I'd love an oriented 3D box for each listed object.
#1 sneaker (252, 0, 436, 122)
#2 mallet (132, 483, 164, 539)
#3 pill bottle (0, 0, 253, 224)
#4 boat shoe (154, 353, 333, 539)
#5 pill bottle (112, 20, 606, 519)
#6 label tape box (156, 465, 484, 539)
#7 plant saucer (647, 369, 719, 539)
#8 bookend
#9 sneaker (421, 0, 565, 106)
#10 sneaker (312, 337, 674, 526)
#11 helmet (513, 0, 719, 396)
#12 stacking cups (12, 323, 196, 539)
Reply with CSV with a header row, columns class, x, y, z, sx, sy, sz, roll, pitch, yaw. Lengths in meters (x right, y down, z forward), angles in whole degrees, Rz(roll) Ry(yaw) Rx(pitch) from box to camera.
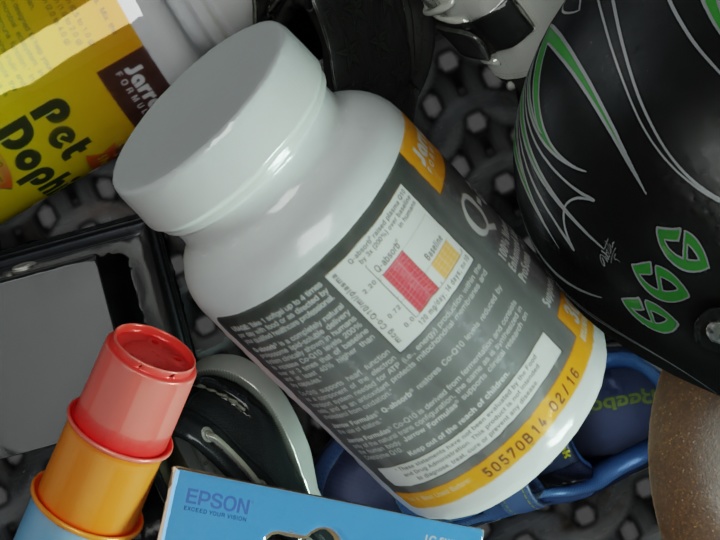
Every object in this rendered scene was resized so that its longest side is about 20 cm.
class,x,y,z,sx,sy,sz,roll,pitch,yaw
sneaker,-0.014,-0.066,1.096,0.060,0.104,0.201,9,103,33
mallet,-0.097,0.196,1.161,0.065,0.041,0.201,-1,96,1
pill bottle,-0.140,-0.095,1.115,0.199,0.109,0.110,-30,90,4
boat shoe,-0.036,0.136,1.116,0.075,0.060,0.200,-22,107,37
pill bottle,0.000,0.000,1.019,0.116,0.116,0.200,-43,113,4
label tape box,-0.039,0.194,1.057,0.144,0.063,0.201,13,83,-16
plant saucer,0.218,0.090,1.083,0.199,0.037,0.201,8,72,-25
bookend,-0.185,0.044,1.078,0.198,0.200,0.093,-15,91,5
sneaker,0.053,-0.128,1.089,0.088,0.074,0.201,-17,122,-7
sneaker,0.064,0.077,1.123,0.199,0.082,0.074,-22,92,7
helmet,0.156,-0.053,1.011,0.200,0.200,0.191,-47,66,4
stacking cups,-0.124,0.116,1.041,0.060,0.061,0.201,24,114,2
